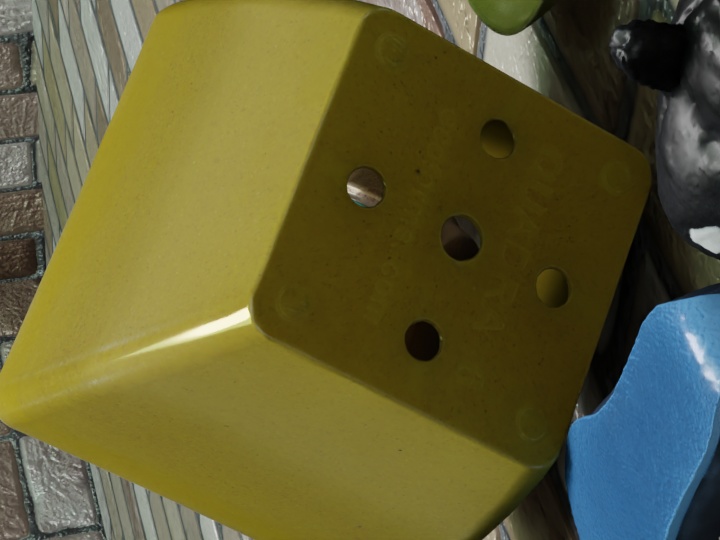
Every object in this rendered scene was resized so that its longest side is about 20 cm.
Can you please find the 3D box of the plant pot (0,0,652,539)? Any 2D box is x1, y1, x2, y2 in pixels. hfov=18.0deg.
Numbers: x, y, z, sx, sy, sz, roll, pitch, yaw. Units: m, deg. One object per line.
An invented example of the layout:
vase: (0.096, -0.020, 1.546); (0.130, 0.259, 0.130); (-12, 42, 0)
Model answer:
plant pot: (0.000, 0.000, 0.907); (0.176, 0.200, 0.200); (-20, 45, 64)

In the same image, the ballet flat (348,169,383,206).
ballet flat: (0.015, -0.027, 1.183); (0.068, 0.072, 0.200); (32, 164, 13)

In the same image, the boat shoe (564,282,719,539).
boat shoe: (0.123, 0.065, 0.784); (0.200, 0.069, 0.084); (115, 136, -67)

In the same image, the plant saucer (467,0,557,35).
plant saucer: (0.065, -0.200, 0.949); (0.200, 0.031, 0.200); (173, 90, -76)

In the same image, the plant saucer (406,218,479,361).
plant saucer: (0.026, 0.064, 1.087); (0.200, 0.029, 0.201); (8, -90, -72)

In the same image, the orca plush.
orca plush: (0.117, -0.067, 0.708); (0.200, 0.071, 0.105); (112, 148, -65)
